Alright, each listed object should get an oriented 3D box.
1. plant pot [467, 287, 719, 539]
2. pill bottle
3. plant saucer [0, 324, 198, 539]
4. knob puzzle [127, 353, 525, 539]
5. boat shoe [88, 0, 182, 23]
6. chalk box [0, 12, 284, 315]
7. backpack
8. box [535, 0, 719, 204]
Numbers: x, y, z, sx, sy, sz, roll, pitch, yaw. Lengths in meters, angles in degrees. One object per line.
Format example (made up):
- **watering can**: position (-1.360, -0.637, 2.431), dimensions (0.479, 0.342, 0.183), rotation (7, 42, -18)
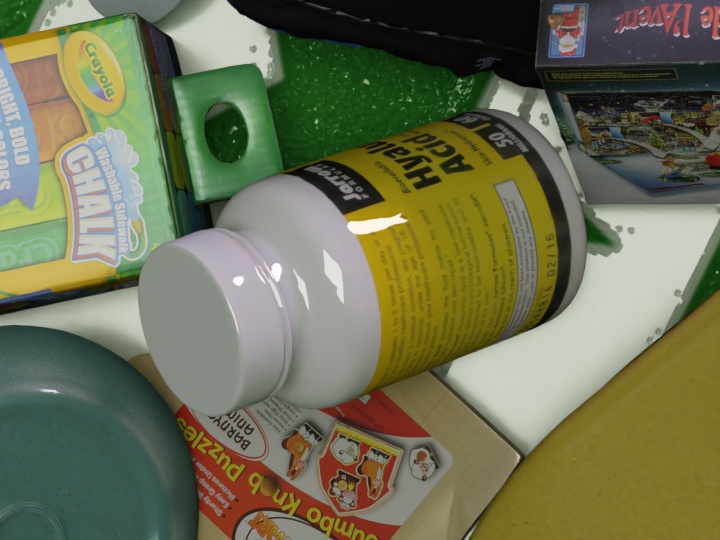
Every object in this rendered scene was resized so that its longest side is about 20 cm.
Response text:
- **plant pot**: position (0.157, 0.130, 1.261), dimensions (0.200, 0.194, 0.196), rotation (-34, 87, 16)
- **pill bottle**: position (0.000, 0.000, 1.263), dimensions (0.199, 0.111, 0.112), rotation (-21, 87, -35)
- **plant saucer**: position (-0.164, 0.128, 1.289), dimensions (0.199, 0.036, 0.201), rotation (-4, 99, -23)
- **knob puzzle**: position (-0.042, 0.110, 1.350), dimensions (0.219, 0.030, 0.221), rotation (0, 90, 16)
- **boat shoe**: position (-0.085, -0.223, 1.347), dimensions (0.071, 0.091, 0.201), rotation (19, 118, 5)
- **chalk box**: position (-0.140, -0.050, 1.316), dimensions (0.199, 0.124, 0.125), rotation (-13, 88, 5)
- **backpack**: position (0.032, -0.181, 1.280), dimensions (0.199, 0.183, 0.148), rotation (6, 67, 3)
- **box**: position (0.190, -0.077, 1.235), dimensions (0.199, 0.137, 0.038), rotation (0, 64, 15)
